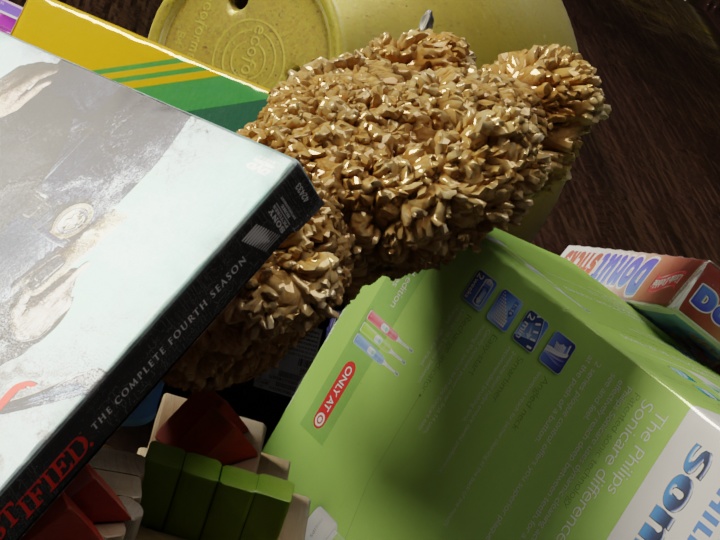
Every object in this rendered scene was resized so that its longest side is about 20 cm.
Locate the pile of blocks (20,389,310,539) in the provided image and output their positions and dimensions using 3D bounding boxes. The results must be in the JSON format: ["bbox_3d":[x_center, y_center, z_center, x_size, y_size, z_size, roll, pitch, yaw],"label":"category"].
[{"bbox_3d":[-0.067,0.084,0.812,0.082,0.062,0.200,29,31,17],"label":"pile of blocks"}]

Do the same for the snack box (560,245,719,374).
[{"bbox_3d":[0.120,0.023,1.033,0.072,0.024,0.200,39,-4,-8],"label":"snack box"}]

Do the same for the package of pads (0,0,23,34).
[{"bbox_3d":[-0.193,-0.090,1.298,0.200,0.076,0.121,24,13,0],"label":"package of pads"}]

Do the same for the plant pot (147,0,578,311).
[{"bbox_3d":[-0.019,-0.083,1.272,0.200,0.200,0.142,32,10,28],"label":"plant pot"}]

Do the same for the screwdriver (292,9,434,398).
[{"bbox_3d":[0.000,0.000,1.051,0.028,0.200,0.029,13,1,-13],"label":"screwdriver"}]

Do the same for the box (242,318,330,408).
[{"bbox_3d":[0.071,0.059,1.139,0.160,0.044,0.200,14,0,-36],"label":"box"}]

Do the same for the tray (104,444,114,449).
[{"bbox_3d":[-0.133,0.065,0.929,0.200,0.037,0.099,28,15,19],"label":"tray"}]

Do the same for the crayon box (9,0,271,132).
[{"bbox_3d":[-0.061,-0.053,1.137,0.200,0.052,0.126,25,-1,29],"label":"crayon box"}]

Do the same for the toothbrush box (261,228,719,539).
[{"bbox_3d":[0.062,0.087,0.923,0.086,0.146,0.200,23,11,-41],"label":"toothbrush box"}]

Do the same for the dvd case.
[{"bbox_3d":[-0.125,0.022,0.788,0.146,0.200,0.022,26,-24,39],"label":"dvd case"}]

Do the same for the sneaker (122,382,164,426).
[{"bbox_3d":[-0.128,0.004,0.926,0.070,0.078,0.200,35,18,34],"label":"sneaker"}]

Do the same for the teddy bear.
[{"bbox_3d":[-0.007,-0.035,0.889,0.200,0.067,0.145,-23,34,-31],"label":"teddy bear"}]
